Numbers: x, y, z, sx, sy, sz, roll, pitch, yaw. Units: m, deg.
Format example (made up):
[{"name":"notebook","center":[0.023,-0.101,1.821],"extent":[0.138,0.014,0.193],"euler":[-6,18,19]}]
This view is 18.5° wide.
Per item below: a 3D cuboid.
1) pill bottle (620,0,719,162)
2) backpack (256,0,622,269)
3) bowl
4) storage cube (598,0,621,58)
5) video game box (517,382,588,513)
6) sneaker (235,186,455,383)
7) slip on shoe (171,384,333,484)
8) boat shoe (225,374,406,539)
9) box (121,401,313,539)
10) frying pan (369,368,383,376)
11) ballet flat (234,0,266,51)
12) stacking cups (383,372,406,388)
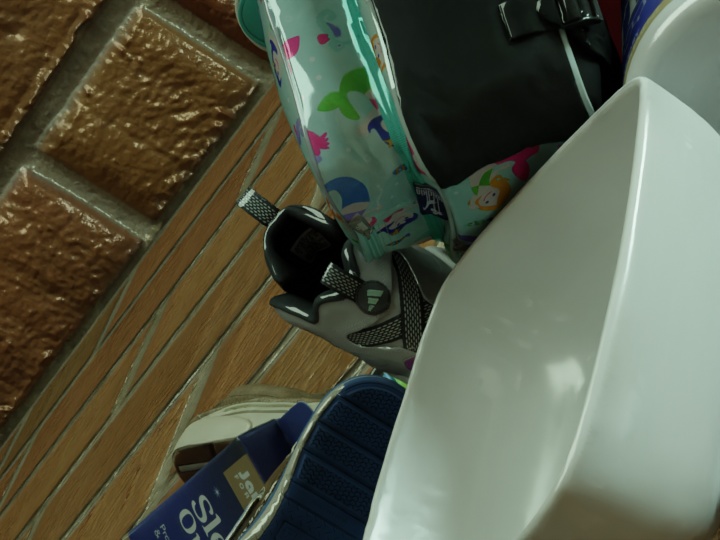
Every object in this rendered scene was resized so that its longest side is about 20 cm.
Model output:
[{"name":"pill bottle","center":[0.166,-0.098,0.908],"extent":[0.120,0.120,0.200],"euler":[-52,10,24]},{"name":"backpack","center":[0.042,-0.086,0.952],"extent":[0.150,0.178,0.200],"euler":[-21,-20,12]},{"name":"bowl","center":[0.076,0.054,0.803],"extent":[0.200,0.074,0.200],"euler":[-50,18,53]},{"name":"storage cube","center":[0.101,-0.130,1.150],"extent":[0.171,0.180,0.200],"euler":[-53,11,16]},{"name":"video game box","center":[0.048,0.127,0.978],"extent":[0.183,0.047,0.200],"euler":[-61,10,-13]},{"name":"sneaker","center":[0.000,0.000,1.070],"extent":[0.078,0.140,0.200],"euler":[-61,10,-2]},{"name":"slip on shoe","center":[-0.013,0.089,1.165],"extent":[0.200,0.076,0.061],"euler":[-9,35,44]},{"name":"boat shoe","center":[-0.032,0.140,1.019],"extent":[0.200,0.072,0.072],"euler":[-54,-1,-2]},{"name":"box","center":[-0.052,0.156,1.154],"extent":[0.032,0.121,0.200],"euler":[-23,-12,-36]},{"name":"frying pan","center":[0.014,0.086,1.292],"extent":[0.115,0.031,0.190],"euler":[-47,12,42]},{"name":"ballet flat","center":[0.002,-0.200,1.171],"extent":[0.200,0.069,0.069],"euler":[-52,11,28]},{"name":"stacking cups","center":[0.025,0.082,1.206],"extent":[0.200,0.060,0.061],"euler":[-57,9,16]}]
